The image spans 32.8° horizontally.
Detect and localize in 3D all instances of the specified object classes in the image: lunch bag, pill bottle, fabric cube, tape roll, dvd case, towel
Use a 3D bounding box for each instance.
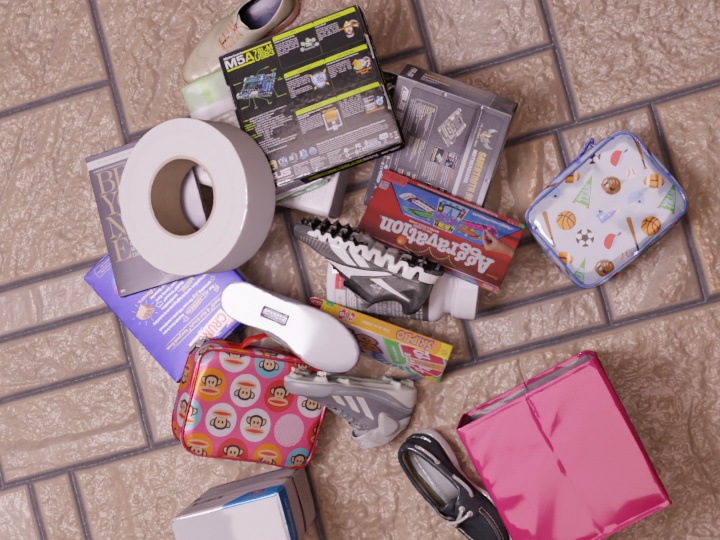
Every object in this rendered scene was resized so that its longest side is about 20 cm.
[{"bbox_3d":[0.325,-0.085,1.627,0.200,0.076,0.160,-41,82,6],"label":"lunch bag"},{"bbox_3d":[-0.144,0.168,1.647,0.200,0.082,0.177,14,92,-22],"label":"lunch bag"},{"bbox_3d":[0.062,0.008,1.640,0.199,0.114,0.114,8,90,8],"label":"pill bottle"},{"bbox_3d":[0.257,0.236,1.567,0.200,0.196,0.200,-29,85,6],"label":"fabric cube"},{"bbox_3d":[-0.211,-0.094,1.575,0.202,0.071,0.203,2,94,27],"label":"tape roll"},{"bbox_3d":[-0.283,-0.079,1.660,0.148,0.016,0.201,-16,84,13],"label":"dvd case"},{"bbox_3d":[-0.142,-0.182,1.629,0.149,0.031,0.200,-23,85,6],"label":"towel"}]

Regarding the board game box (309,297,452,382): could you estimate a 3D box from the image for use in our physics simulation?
[{"bbox_3d":[0.021,0.093,1.648,0.200,0.096,0.030,22,66,5],"label":"board game box"}]

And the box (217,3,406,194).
[{"bbox_3d":[-0.063,-0.219,1.585,0.200,0.048,0.194,-20,81,9],"label":"box"}]

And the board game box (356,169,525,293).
[{"bbox_3d":[0.104,-0.052,1.594,0.200,0.019,0.103,22,65,7],"label":"board game box"}]

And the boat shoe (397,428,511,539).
[{"bbox_3d":[0.123,0.306,1.636,0.200,0.060,0.076,47,123,11],"label":"boat shoe"}]

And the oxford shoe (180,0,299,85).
[{"bbox_3d":[-0.176,-0.329,1.700,0.200,0.074,0.071,-42,84,5],"label":"oxford shoe"}]

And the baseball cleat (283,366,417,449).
[{"bbox_3d":[-0.013,0.185,1.633,0.200,0.070,0.107,8,97,-26],"label":"baseball cleat"}]

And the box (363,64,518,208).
[{"bbox_3d":[0.104,-0.153,1.626,0.158,0.048,0.200,20,122,8],"label":"box"}]

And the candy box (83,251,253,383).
[{"bbox_3d":[-0.253,0.028,1.702,0.169,0.077,0.200,-43,82,5],"label":"candy box"}]

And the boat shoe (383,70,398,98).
[{"bbox_3d":[0.060,-0.228,1.672,0.200,0.060,0.076,21,91,8],"label":"boat shoe"}]

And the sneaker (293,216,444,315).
[{"bbox_3d":[0.000,0.000,1.556,0.200,0.066,0.091,22,107,5],"label":"sneaker"}]

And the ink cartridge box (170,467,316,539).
[{"bbox_3d":[-0.148,0.327,1.620,0.146,0.200,0.085,-16,89,8],"label":"ink cartridge box"}]

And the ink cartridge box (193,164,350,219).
[{"bbox_3d":[-0.113,-0.166,1.682,0.200,0.086,0.147,15,91,10],"label":"ink cartridge box"}]

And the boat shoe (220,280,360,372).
[{"bbox_3d":[-0.088,0.072,1.610,0.200,0.070,0.071,24,93,8],"label":"boat shoe"}]
